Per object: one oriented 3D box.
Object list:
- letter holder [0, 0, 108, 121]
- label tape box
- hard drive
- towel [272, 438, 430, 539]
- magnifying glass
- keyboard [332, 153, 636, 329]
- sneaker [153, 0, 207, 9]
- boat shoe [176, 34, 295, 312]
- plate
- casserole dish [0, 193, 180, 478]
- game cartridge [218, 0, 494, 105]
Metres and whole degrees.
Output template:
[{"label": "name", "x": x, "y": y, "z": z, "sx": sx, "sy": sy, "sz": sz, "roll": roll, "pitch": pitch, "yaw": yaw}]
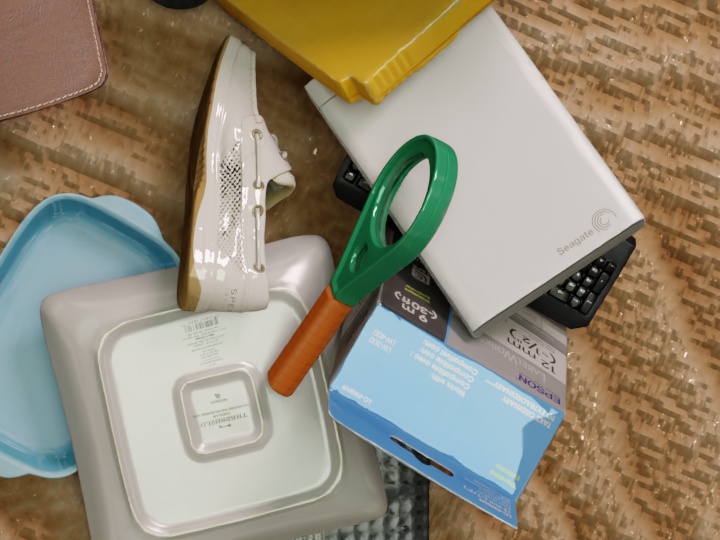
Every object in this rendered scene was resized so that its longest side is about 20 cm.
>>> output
[{"label": "letter holder", "x": -0.273, "y": -0.158, "z": 1.275, "sx": 0.200, "sy": 0.101, "sz": 0.142, "roll": -13, "pitch": 93, "yaw": -10}, {"label": "label tape box", "x": 0.060, "y": 0.063, "z": 1.273, "sx": 0.143, "sy": 0.200, "sz": 0.066, "roll": 31, "pitch": 112, "yaw": -8}, {"label": "hard drive", "x": 0.072, "y": -0.075, "z": 1.269, "sx": 0.132, "sy": 0.027, "sz": 0.200, "roll": -33, "pitch": 75, "yaw": -2}, {"label": "towel", "x": -0.051, "y": 0.147, "z": 1.342, "sx": 0.200, "sy": 0.035, "sz": 0.193, "roll": 0, "pitch": 91, "yaw": -12}, {"label": "magnifying glass", "x": 0.000, "y": 0.000, "z": 1.238, "sx": 0.022, "sy": 0.080, "sz": 0.200, "roll": 25, "pitch": 116, "yaw": -26}, {"label": "keyboard", "x": 0.089, "y": -0.046, "z": 1.305, "sx": 0.200, "sy": 0.040, "sz": 0.104, "roll": 28, "pitch": 95, "yaw": -7}, {"label": "sneaker", "x": -0.107, "y": -0.283, "z": 1.320, "sx": 0.075, "sy": 0.116, "sz": 0.200, "roll": 9, "pitch": 123, "yaw": 6}, {"label": "boat shoe", "x": -0.078, "y": -0.061, "z": 1.302, "sx": 0.069, "sy": 0.071, "sz": 0.200, "roll": 9, "pitch": 66, "yaw": -11}, {"label": "plate", "x": -0.094, "y": 0.092, "z": 1.298, "sx": 0.199, "sy": 0.032, "sz": 0.200, "roll": -13, "pitch": 92, "yaw": -11}, {"label": "casserole dish", "x": -0.201, "y": 0.043, "z": 1.312, "sx": 0.121, "sy": 0.039, "sz": 0.200, "roll": 30, "pitch": 83, "yaw": -7}, {"label": "game cartridge", "x": 0.023, "y": -0.209, "z": 1.304, "sx": 0.200, "sy": 0.176, "sz": 0.032, "roll": -42, "pitch": 138, "yaw": -7}]
